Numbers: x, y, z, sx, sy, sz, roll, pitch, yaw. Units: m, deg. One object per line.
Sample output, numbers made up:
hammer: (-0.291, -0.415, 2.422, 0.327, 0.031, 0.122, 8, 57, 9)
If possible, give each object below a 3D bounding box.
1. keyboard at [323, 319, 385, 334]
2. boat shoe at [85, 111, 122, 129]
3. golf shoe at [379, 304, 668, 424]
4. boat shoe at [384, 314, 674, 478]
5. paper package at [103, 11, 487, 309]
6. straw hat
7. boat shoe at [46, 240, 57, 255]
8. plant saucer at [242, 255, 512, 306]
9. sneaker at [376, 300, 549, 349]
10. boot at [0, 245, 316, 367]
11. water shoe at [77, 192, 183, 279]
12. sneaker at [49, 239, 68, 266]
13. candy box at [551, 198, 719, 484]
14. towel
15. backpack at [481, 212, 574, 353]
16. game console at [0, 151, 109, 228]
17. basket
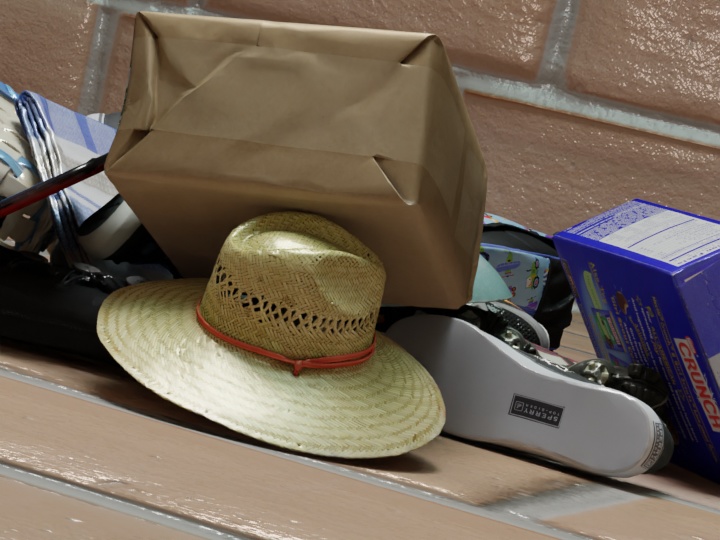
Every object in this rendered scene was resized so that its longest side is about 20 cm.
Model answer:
keyboard: (0.009, 0.063, 1.635, 0.199, 0.056, 0.011, 14, -32, 12)
boat shoe: (-0.161, -0.045, 1.832, 0.066, 0.070, 0.200, -14, 41, 1)
golf shoe: (0.104, 0.080, 1.680, 0.199, 0.077, 0.088, 20, -12, 3)
boat shoe: (0.102, 0.084, 1.574, 0.200, 0.069, 0.057, 22, -1, 29)
paper package: (-0.033, -0.059, 1.474, 0.190, 0.104, 0.200, 5, -17, 11)
straw hat: (-0.037, 0.016, 1.377, 0.200, 0.085, 0.201, 15, 23, -6)
boat shoe: (-0.154, 0.001, 1.944, 0.200, 0.073, 0.063, 24, -6, -17)
plant saucer: (0.000, 0.000, 1.656, 0.199, 0.036, 0.200, 0, 4, 0)
sneaker: (0.045, 0.056, 1.747, 0.199, 0.079, 0.077, 1, 8, -25)
boot: (-0.138, 0.030, 1.531, 0.199, 0.066, 0.165, 10, 0, 18)
water shoe: (-0.114, -0.029, 1.624, 0.079, 0.071, 0.200, 52, 19, -2)
sneaker: (-0.128, 0.007, 1.863, 0.199, 0.070, 0.090, 14, 2, -9)
candy box: (0.223, 0.049, 1.688, 0.077, 0.169, 0.200, -25, 15, -13)
towel: (-0.152, -0.029, 1.686, 0.147, 0.024, 0.200, 24, 32, -45)
backpack: (0.066, 0.010, 2.045, 0.182, 0.135, 0.200, 15, 3, 25)
game console: (-0.242, -0.073, 1.534, 0.172, 0.119, 0.200, 35, 10, 1)
basket: (-0.281, -0.072, 1.751, 0.176, 0.139, 0.200, 35, 15, -6)
